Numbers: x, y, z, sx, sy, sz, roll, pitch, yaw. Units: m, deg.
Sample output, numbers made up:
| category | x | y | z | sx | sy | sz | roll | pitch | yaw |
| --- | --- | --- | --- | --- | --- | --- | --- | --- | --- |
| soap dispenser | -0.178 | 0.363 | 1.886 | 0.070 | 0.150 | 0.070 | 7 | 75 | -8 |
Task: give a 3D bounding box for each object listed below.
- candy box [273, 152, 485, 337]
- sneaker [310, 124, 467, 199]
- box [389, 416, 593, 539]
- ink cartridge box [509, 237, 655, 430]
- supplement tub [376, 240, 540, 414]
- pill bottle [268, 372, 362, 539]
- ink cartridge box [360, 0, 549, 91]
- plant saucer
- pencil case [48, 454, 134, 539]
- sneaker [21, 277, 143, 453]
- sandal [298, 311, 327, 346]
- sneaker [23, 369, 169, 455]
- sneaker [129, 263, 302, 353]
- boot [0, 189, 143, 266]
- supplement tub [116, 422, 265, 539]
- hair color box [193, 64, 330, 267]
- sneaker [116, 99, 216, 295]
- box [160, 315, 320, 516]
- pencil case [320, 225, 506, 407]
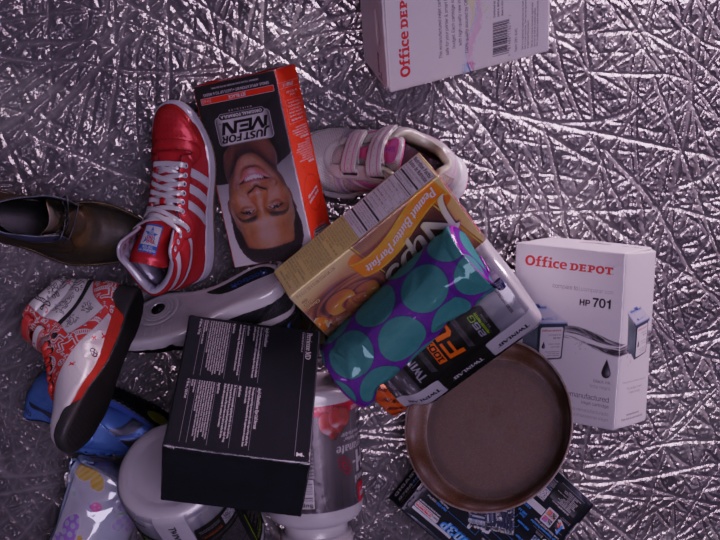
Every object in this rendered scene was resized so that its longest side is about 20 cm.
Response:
| category | x | y | z | sx | sy | sz | roll | pitch | yaw |
| --- | --- | --- | --- | --- | --- | --- | --- | --- | --- |
| candy box | 0.022 | -0.016 | 1.423 | 0.200 | 0.055 | 0.115 | -39 | 132 | 3 |
| sneaker | 0.020 | -0.124 | 1.470 | 0.199 | 0.088 | 0.082 | 4 | 76 | 2 |
| box | 0.159 | 0.276 | 1.604 | 0.200 | 0.046 | 0.159 | 42 | 84 | -17 |
| ink cartridge box | 0.253 | 0.069 | 1.549 | 0.086 | 0.146 | 0.201 | -8 | 101 | -52 |
| supplement tub | 0.090 | 0.065 | 1.496 | 0.200 | 0.123 | 0.123 | -37 | 106 | 8 |
| pill bottle | -0.053 | 0.221 | 1.499 | 0.110 | 0.111 | 0.201 | -5 | 98 | -16 |
| ink cartridge box | 0.102 | -0.297 | 1.472 | 0.199 | 0.084 | 0.145 | -16 | 128 | -15 |
| plant saucer | 0.148 | 0.177 | 1.528 | 0.201 | 0.200 | 0.032 | -59 | 151 | -3 |
| pencil case | -0.301 | 0.300 | 1.445 | 0.090 | 0.083 | 0.201 | 21 | 91 | -39 |
| sneaker | -0.306 | 0.092 | 1.381 | 0.107 | 0.067 | 0.202 | 10 | 53 | 11 |
| sandal | 0.000 | 0.000 | 1.515 | 0.080 | 0.054 | 0.200 | 34 | 89 | 15 |
| sneaker | -0.268 | 0.172 | 1.455 | 0.199 | 0.066 | 0.079 | 29 | 98 | -17 |
| sneaker | -0.159 | 0.075 | 1.470 | 0.199 | 0.073 | 0.112 | -18 | 131 | 5 |
| boot | -0.306 | -0.040 | 1.396 | 0.199 | 0.097 | 0.075 | 8 | 92 | -18 |
| supplement tub | -0.172 | 0.260 | 1.424 | 0.122 | 0.123 | 0.200 | -30 | 140 | -12 |
| hair color box | -0.103 | -0.112 | 1.447 | 0.101 | 0.061 | 0.201 | -9 | 102 | 21 |
| sneaker | -0.204 | -0.072 | 1.403 | 0.071 | 0.112 | 0.201 | 2 | 106 | 23 |
| box | -0.116 | 0.141 | 1.342 | 0.140 | 0.200 | 0.079 | 6 | 126 | -2 |
| pencil case | 0.050 | 0.049 | 1.392 | 0.200 | 0.085 | 0.092 | -42 | 138 | 7 |
